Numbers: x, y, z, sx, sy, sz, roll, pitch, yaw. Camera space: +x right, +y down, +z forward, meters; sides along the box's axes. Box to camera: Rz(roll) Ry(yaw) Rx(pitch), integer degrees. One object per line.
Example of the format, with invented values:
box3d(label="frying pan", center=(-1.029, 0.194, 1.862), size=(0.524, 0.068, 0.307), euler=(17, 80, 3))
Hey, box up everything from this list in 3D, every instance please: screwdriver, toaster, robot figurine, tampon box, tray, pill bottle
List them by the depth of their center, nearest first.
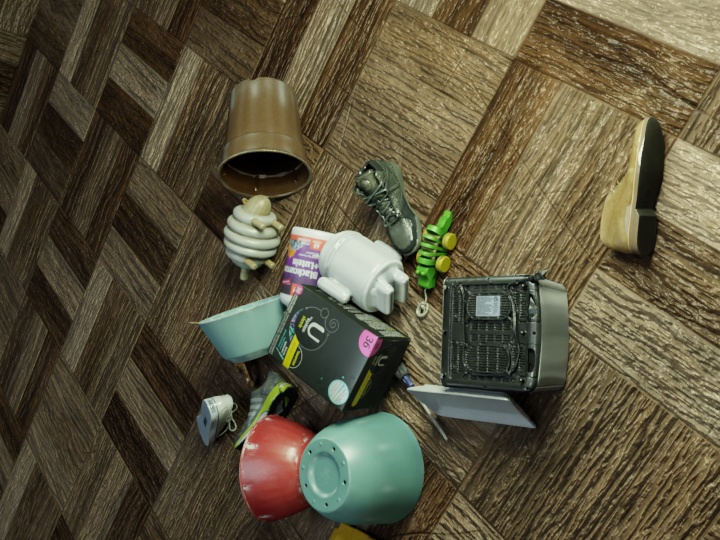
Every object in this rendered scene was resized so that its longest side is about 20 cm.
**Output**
box3d(label="toaster", center=(0.232, 0.098, 1.167), size=(0.199, 0.118, 0.183), euler=(-4, 82, 42))
box3d(label="tray", center=(0.182, 0.218, 1.214), size=(0.199, 0.107, 0.022), euler=(-2, 57, 42))
box3d(label="screwdriver", center=(0.105, 0.221, 1.328), size=(0.029, 0.028, 0.200), euler=(-39, 57, -3))
box3d(label="tampon box", center=(-0.040, 0.138, 1.348), size=(0.199, 0.126, 0.151), euler=(31, 102, 31))
box3d(label="robot figurine", center=(0.000, 0.000, 1.375), size=(0.199, 0.169, 0.114), euler=(35, 140, 32))
box3d(label="pill bottle", center=(-0.101, 0.020, 1.484), size=(0.111, 0.111, 0.202), euler=(11, 91, 42))

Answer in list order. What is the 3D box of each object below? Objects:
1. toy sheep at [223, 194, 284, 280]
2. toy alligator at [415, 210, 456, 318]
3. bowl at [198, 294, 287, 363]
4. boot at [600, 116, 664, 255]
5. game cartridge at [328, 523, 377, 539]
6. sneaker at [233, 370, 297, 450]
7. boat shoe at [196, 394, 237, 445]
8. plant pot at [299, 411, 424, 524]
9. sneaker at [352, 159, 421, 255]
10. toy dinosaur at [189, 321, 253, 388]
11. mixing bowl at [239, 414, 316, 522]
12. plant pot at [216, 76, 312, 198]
box3d(label="toy sheep", center=(-0.236, -0.069, 1.611), size=(0.137, 0.137, 0.202), euler=(32, 111, 40))
box3d(label="toy alligator", center=(0.122, -0.012, 1.326), size=(0.059, 0.054, 0.202), euler=(21, 97, 42))
box3d(label="bowl", center=(-0.230, 0.127, 1.550), size=(0.200, 0.200, 0.106), euler=(-15, 93, 39))
box3d(label="boot", center=(0.398, -0.126, 1.090), size=(0.075, 0.073, 0.202), euler=(11, 93, 52))
box3d(label="game cartridge", center=(-0.006, 0.569, 1.325), size=(0.199, 0.032, 0.177), euler=(11, 67, 42))
box3d(label="sneaker", center=(-0.210, 0.303, 1.577), size=(0.201, 0.074, 0.081), euler=(-53, 47, 14))
box3d(label="boat shoe", center=(-0.315, 0.328, 1.660), size=(0.075, 0.085, 0.203), euler=(60, 150, 25))
box3d(label="plant pot", center=(-0.012, 0.360, 1.321), size=(0.199, 0.160, 0.203), euler=(-7, 80, 41))
box3d(label="sneaker", center=(0.045, -0.120, 1.374), size=(0.076, 0.114, 0.201), euler=(-30, 66, 37))
box3d(label="toy dinosaur", center=(-0.285, 0.166, 1.627), size=(0.060, 0.106, 0.201), euler=(-38, 98, 0))
box3d(label="mixing bowl", center=(-0.126, 0.377, 1.409), size=(0.108, 0.200, 0.202), euler=(-7, 79, 30))
box3d(label="plant pot", center=(-0.205, -0.289, 1.582), size=(0.199, 0.199, 0.200), euler=(-22, 61, 38))
